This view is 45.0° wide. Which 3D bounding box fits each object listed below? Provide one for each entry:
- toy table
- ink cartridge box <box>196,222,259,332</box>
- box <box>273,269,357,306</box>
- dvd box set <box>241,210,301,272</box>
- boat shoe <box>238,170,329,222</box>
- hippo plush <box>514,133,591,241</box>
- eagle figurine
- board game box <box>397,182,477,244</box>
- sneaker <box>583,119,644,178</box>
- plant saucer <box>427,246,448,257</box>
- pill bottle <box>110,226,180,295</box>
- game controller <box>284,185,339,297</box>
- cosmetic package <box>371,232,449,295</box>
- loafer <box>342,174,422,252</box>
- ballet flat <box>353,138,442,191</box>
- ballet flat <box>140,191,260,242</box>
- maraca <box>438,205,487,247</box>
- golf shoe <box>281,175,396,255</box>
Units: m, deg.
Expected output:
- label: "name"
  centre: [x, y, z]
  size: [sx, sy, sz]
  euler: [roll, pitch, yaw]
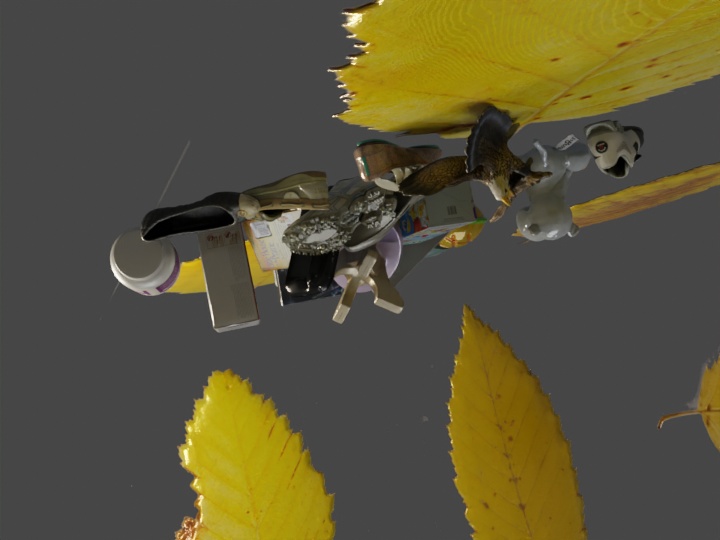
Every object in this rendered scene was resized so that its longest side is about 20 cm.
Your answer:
- label: "toy table"
  centre: [0.000, 0.000, 1.552]
  size: [0.182, 0.118, 0.201]
  euler: [15, 135, 3]
- label: "ink cartridge box"
  centre: [-0.242, 0.005, 1.579]
  size: [0.083, 0.202, 0.176]
  euler: [-11, 175, -8]
- label: "box"
  centre: [-0.093, -0.017, 1.906]
  size: [0.198, 0.150, 0.107]
  euler: [-11, -173, -9]
- label: "dvd box set"
  centre: [-0.105, -0.070, 1.596]
  size: [0.198, 0.030, 0.147]
  euler: [-12, 139, 5]
- label: "boat shoe"
  centre: [-0.130, -0.104, 1.377]
  size: [0.199, 0.064, 0.073]
  euler: [-14, 174, 34]
- label: "hippo plush"
  centre: [0.341, -0.135, 1.521]
  size: [0.158, 0.163, 0.200]
  euler: [-9, 175, -17]
- label: "eagle figurine"
  centre: [0.167, -0.147, 1.202]
  size: [0.199, 0.153, 0.151]
  euler: [16, -171, -33]
- label: "board game box"
  centre: [0.108, -0.114, 1.585]
  size: [0.104, 0.104, 0.200]
  euler: [-9, 175, -28]
- label: "sneaker"
  centre: [0.431, -0.197, 1.464]
  size: [0.074, 0.089, 0.199]
  euler: [-16, 175, 36]
- label: "plant saucer"
  centre: [0.100, -0.065, 1.953]
  size: [0.199, 0.039, 0.201]
  euler: [17, -168, -4]
- label: "pill bottle"
  centre: [-0.380, -0.018, 1.536]
  size: [0.111, 0.113, 0.200]
  euler: [-10, 176, -9]
- label: "game controller"
  centre: [-0.073, -0.050, 1.455]
  size: [0.042, 0.202, 0.104]
  euler: [29, 150, -33]
- label: "cosmetic package"
  centre: [0.080, -0.052, 1.734]
  size: [0.200, 0.107, 0.090]
  euler: [-42, -179, -12]
- label: "loafer"
  centre: [0.039, -0.107, 1.424]
  size: [0.200, 0.070, 0.070]
  euler: [-43, 164, 12]
- label: "ballet flat"
  centre: [0.058, -0.148, 1.264]
  size: [0.068, 0.068, 0.199]
  euler: [-13, 175, 39]
- label: "ballet flat"
  centre: [-0.249, -0.078, 1.359]
  size: [0.198, 0.057, 0.067]
  euler: [-11, 134, 13]
- label: "maraca"
  centre: [0.181, -0.102, 1.902]
  size: [0.198, 0.108, 0.137]
  euler: [-4, 179, 36]
- label: "golf shoe"
  centre: [-0.036, -0.096, 1.393]
  size: [0.199, 0.098, 0.078]
  euler: [-24, 131, 13]
